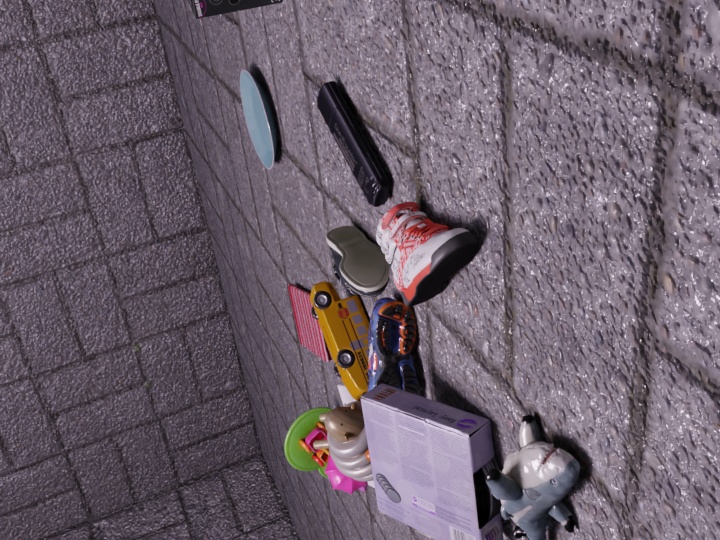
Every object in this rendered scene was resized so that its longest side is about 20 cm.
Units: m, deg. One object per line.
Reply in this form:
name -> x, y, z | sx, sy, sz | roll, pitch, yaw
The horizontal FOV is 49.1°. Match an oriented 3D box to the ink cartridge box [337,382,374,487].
ink cartridge box -> 0.006, 0.307, 1.499 | 0.176, 0.044, 0.203 | 161, 92, -73

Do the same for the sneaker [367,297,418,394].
sneaker -> 0.043, 0.129, 1.149 | 0.079, 0.074, 0.203 | -118, 32, -66

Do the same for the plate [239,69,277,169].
plate -> -0.199, -0.304, 1.578 | 0.200, 0.025, 0.203 | 161, 90, -74

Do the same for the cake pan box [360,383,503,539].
cake pan box -> 0.093, 0.259, 1.023 | 0.199, 0.052, 0.187 | 10, 118, 46

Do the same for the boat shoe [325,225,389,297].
boat shoe -> -0.002, 0.001, 1.157 | 0.199, 0.074, 0.067 | -134, 28, -57

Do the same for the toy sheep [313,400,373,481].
toy sheep -> 0.008, 0.286, 1.308 | 0.200, 0.138, 0.138 | 43, -174, -40

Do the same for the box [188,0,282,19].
box -> -0.197, -0.498, 1.149 | 0.201, 0.147, 0.125 | 99, 151, -57

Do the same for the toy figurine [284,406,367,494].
toy figurine -> -0.043, 0.412, 1.664 | 0.184, 0.150, 0.201 | 30, 157, 54

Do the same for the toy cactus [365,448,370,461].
toy cactus -> 0.087, 0.317, 1.186 | 0.200, 0.102, 0.166 | 41, 155, 46

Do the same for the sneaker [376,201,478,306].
sneaker -> 0.067, -0.035, 0.902 | 0.202, 0.067, 0.109 | 116, 132, -71

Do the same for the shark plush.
shark plush -> 0.185, 0.251, 0.822 | 0.083, 0.091, 0.202 | 19, 127, 32

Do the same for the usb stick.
usb stick -> -0.011, -0.176, 1.077 | 0.056, 0.032, 0.201 | 109, 141, -53

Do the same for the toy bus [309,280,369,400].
toy bus -> -0.020, 0.113, 1.322 | 0.065, 0.077, 0.202 | 110, 140, -66

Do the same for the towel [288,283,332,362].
towel -> -0.110, 0.111, 1.718 | 0.200, 0.022, 0.147 | -160, 57, -68
